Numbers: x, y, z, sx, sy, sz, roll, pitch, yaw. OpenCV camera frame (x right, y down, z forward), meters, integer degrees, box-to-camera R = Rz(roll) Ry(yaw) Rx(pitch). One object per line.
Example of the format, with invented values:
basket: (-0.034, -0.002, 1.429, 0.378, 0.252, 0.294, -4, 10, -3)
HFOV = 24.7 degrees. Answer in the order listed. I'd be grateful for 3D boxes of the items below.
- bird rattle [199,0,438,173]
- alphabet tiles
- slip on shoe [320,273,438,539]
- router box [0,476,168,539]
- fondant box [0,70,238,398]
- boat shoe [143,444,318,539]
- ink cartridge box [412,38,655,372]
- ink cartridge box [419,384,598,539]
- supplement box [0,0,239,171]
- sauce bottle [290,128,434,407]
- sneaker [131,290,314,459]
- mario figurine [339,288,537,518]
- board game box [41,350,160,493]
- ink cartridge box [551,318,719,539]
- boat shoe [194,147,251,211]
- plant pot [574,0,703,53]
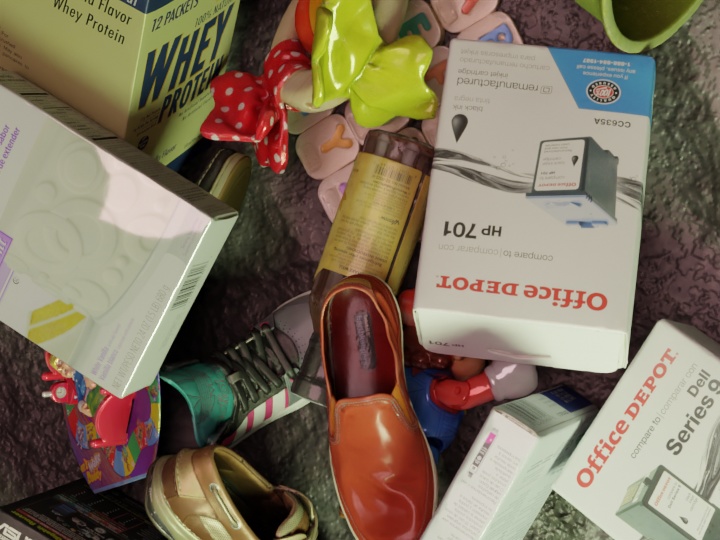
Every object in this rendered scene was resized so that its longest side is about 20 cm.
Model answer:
bird rattle: (-0.021, -0.156, 1.188, 0.199, 0.112, 0.165, -17, 49, 56)
alphabet tiles: (0.034, -0.129, 1.229, 0.194, 0.015, 0.202, -29, 82, 17)
slip on shoe: (0.007, 0.100, 1.113, 0.073, 0.061, 0.202, -10, 81, 13)
router box: (-0.170, 0.236, 1.233, 0.199, 0.150, 0.063, 27, 100, 16)
fondant box: (-0.204, -0.027, 1.136, 0.199, 0.058, 0.145, 32, 104, 11)
boat shoe: (-0.067, 0.194, 1.187, 0.073, 0.076, 0.200, -30, 126, 28)
ink cartridge box: (0.120, -0.045, 1.122, 0.145, 0.086, 0.202, 6, 69, 8)
ink cartridge box: (0.082, 0.177, 1.124, 0.043, 0.196, 0.201, 33, 100, 16)
supplement box: (-0.207, -0.188, 1.203, 0.199, 0.134, 0.201, 29, 130, 15)
sauce bottle: (0.000, 0.000, 1.189, 0.064, 0.065, 0.202, 20, 88, 17)
sneaker: (-0.096, 0.082, 1.220, 0.199, 0.121, 0.084, -39, 80, 15)
mario figurine: (0.063, 0.098, 1.186, 0.122, 0.106, 0.202, 18, 83, 16)
board game box: (-0.208, 0.085, 1.237, 0.200, 0.039, 0.160, -24, 73, 58)
ink cartridge box: (0.250, 0.148, 1.108, 0.199, 0.084, 0.147, 37, 101, 26)
boat shoe: (-0.153, -0.013, 1.263, 0.064, 0.073, 0.201, 33, 102, 11)
plant pot: (0.146, -0.277, 1.114, 0.189, 0.199, 0.202, 30, 100, 28)
